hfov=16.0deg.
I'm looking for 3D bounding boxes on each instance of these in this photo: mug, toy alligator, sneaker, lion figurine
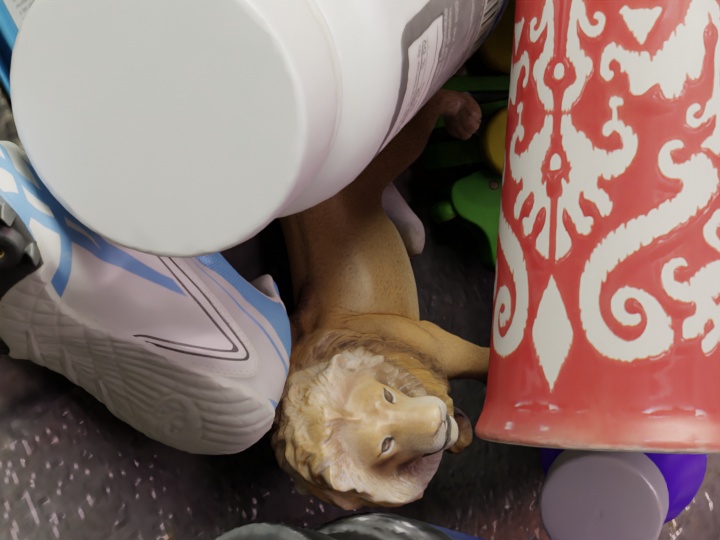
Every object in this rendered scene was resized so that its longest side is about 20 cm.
[{"bbox_3d":[0.115,-0.041,0.892,0.177,0.133,0.201,1,90,-66],"label":"mug"},{"bbox_3d":[0.048,-0.043,1.027,0.054,0.059,0.201,-3,91,-8],"label":"toy alligator"},{"bbox_3d":[-0.097,-0.006,0.817,0.200,0.072,0.073,36,44,-43],"label":"sneaker"},{"bbox_3d":[0.000,0.000,0.938,0.122,0.072,0.201,15,48,-44],"label":"lion figurine"}]

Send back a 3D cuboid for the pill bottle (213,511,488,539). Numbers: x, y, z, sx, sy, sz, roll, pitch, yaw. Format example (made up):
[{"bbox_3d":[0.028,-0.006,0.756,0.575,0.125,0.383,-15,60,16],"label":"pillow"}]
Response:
[{"bbox_3d":[0.025,0.147,0.897,0.200,0.112,0.112,21,66,-49],"label":"pill bottle"}]

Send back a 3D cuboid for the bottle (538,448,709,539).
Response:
[{"bbox_3d":[0.113,0.051,1.023,0.200,0.065,0.084,-56,160,-64],"label":"bottle"}]

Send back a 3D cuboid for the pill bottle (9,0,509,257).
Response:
[{"bbox_3d":[-0.027,-0.084,0.826,0.114,0.113,0.200,68,27,-14],"label":"pill bottle"}]

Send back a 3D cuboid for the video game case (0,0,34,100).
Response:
[{"bbox_3d":[-0.097,-0.131,0.885,0.143,0.018,0.201,-47,119,-45],"label":"video game case"}]
